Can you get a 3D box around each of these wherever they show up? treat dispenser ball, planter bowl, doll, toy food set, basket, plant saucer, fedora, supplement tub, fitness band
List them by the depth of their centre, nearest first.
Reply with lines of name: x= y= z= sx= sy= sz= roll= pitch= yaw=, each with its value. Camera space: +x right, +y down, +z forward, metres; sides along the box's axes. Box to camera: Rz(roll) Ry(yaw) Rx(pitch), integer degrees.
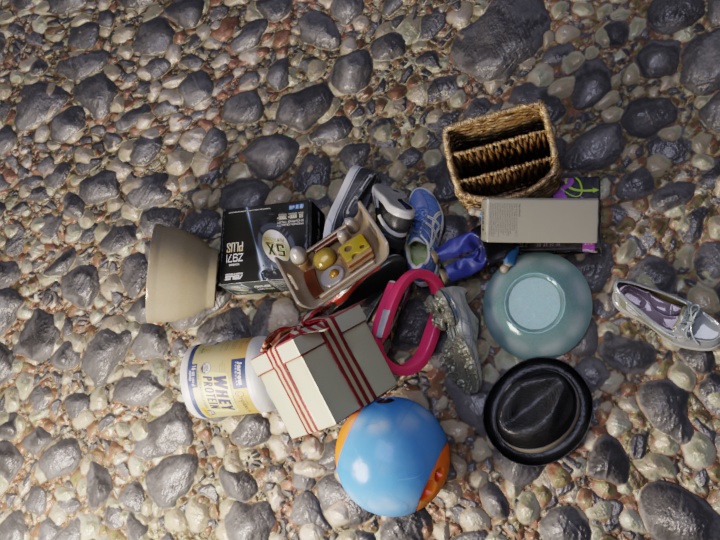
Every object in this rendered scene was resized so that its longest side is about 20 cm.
treat dispenser ball: x=0.055 y=0.320 z=1.448 sx=0.199 sy=0.201 sz=0.203 roll=-5 pitch=71 yaw=16
fedora: x=0.303 y=0.238 z=1.453 sx=0.199 sy=0.092 sz=0.202 roll=-5 pitch=72 yaw=16
plant saucer: x=0.318 y=0.062 z=1.524 sx=0.199 sy=0.039 sz=0.203 roll=-3 pitch=80 yaw=18
basket: x=0.262 y=-0.197 z=1.543 sx=0.198 sy=0.149 sz=0.144 roll=-12 pitch=65 yaw=12
fitness band: x=0.091 y=0.095 z=1.547 sx=0.037 sy=0.143 sz=0.201 roll=9 pitch=75 yaw=50
doll: x=0.229 y=-0.053 z=1.551 sx=0.199 sy=0.048 sz=0.137 roll=-24 pitch=86 yaw=4
toy food set: x=-0.055 y=-0.033 z=1.560 sx=0.199 sy=0.061 sz=0.144 roll=-34 pitch=45 yaw=2
supplement tub: x=-0.229 y=0.203 z=1.609 sx=0.198 sy=0.144 sz=0.146 roll=-9 pitch=70 yaw=15
planter bowl: x=-0.356 y=0.011 z=1.703 sx=0.133 sy=0.200 sz=0.202 roll=5 pitch=72 yaw=-9

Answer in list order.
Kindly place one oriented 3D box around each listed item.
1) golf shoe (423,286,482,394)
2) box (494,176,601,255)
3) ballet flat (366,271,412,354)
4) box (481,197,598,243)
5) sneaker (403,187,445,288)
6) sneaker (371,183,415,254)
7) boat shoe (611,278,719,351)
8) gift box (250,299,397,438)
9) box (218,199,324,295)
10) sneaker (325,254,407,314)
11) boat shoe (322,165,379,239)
golf shoe: x=0.195 y=0.122 z=1.538 sx=0.078 sy=0.097 sz=0.202 roll=-17 pitch=91 yaw=51
box: x=0.350 y=-0.101 z=1.580 sx=0.198 sy=0.036 sz=0.144 roll=-3 pitch=72 yaw=19
ballet flat: x=0.042 y=0.090 z=1.598 sx=0.069 sy=0.071 sz=0.201 roll=23 pitch=82 yaw=16
box: x=0.317 y=-0.090 z=1.492 sx=0.198 sy=0.068 sz=0.083 roll=2 pitch=94 yaw=-1
sneaker: x=0.122 y=-0.072 z=1.622 sx=0.075 sy=0.077 sz=0.202 roll=-9 pitch=69 yaw=17
sneaker: x=0.048 y=-0.094 z=1.625 sx=0.072 sy=0.200 sz=0.113 roll=14 pitch=107 yaw=-11
boat shoe: x=0.530 y=0.074 z=1.449 sx=0.201 sy=0.065 sz=0.075 roll=31 pitch=84 yaw=24
gift box: x=-0.057 y=0.162 z=1.479 sx=0.200 sy=0.184 sz=0.188 roll=-31 pitch=87 yaw=46
box: x=-0.179 y=-0.044 z=1.705 sx=0.198 sy=0.086 sz=0.165 roll=-4 pitch=72 yaw=16
sneaker: x=-0.001 y=0.000 z=1.609 sx=0.201 sy=0.067 sz=0.109 roll=-41 pitch=48 yaw=31
boat shoe: x=-0.015 y=-0.115 z=1.688 sx=0.067 sy=0.072 sz=0.201 roll=15 pitch=71 yaw=23
